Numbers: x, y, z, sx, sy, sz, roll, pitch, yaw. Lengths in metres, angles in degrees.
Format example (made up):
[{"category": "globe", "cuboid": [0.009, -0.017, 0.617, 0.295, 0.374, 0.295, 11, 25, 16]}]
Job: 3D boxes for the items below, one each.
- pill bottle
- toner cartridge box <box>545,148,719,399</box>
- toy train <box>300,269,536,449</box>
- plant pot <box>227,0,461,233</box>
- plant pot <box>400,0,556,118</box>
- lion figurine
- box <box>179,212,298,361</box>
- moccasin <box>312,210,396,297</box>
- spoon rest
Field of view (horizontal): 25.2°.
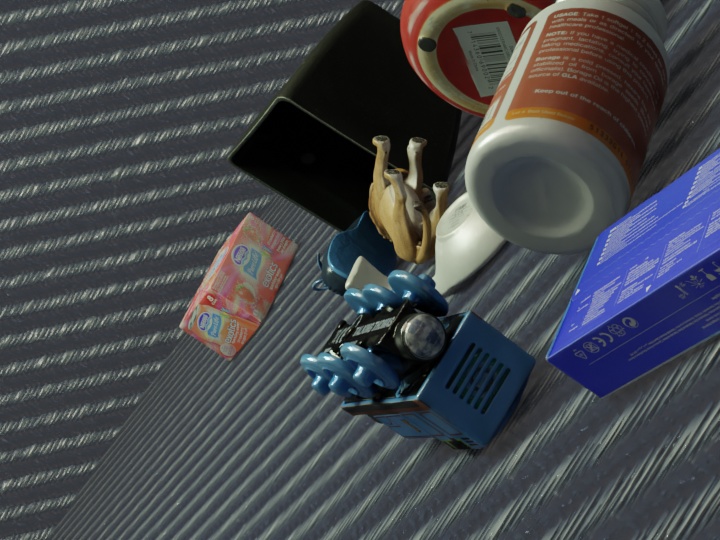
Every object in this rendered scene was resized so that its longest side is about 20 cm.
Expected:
[{"category": "pill bottle", "cuboid": [0.150, -0.115, 1.109, 0.112, 0.112, 0.201, -46, 14, 48]}, {"category": "toner cartridge box", "cuboid": [0.176, -0.010, 0.832, 0.095, 0.043, 0.200, -61, 10, -31]}, {"category": "toy train", "cuboid": [0.033, 0.066, 1.087, 0.087, 0.114, 0.200, -55, 9, -15]}, {"category": "plant pot", "cuboid": [0.001, -0.169, 1.751, 0.178, 0.199, 0.199, -65, 12, -25]}, {"category": "plant pot", "cuboid": [0.139, -0.240, 1.364, 0.200, 0.200, 0.183, -45, 22, 49]}, {"category": "lion figurine", "cuboid": [0.045, -0.054, 1.559, 0.200, 0.072, 0.123, -93, 3, -64]}, {"category": "box", "cuboid": [-0.178, 0.022, 2.386, 0.103, 0.094, 0.200, -48, 12, 38]}, {"category": "moccasin", "cuboid": [0.000, 0.000, 1.659, 0.068, 0.080, 0.200, -58, -6, 20]}, {"category": "spoon rest", "cuboid": [0.073, -0.015, 1.386, 0.200, 0.061, 0.100, -27, 29, 45]}]
